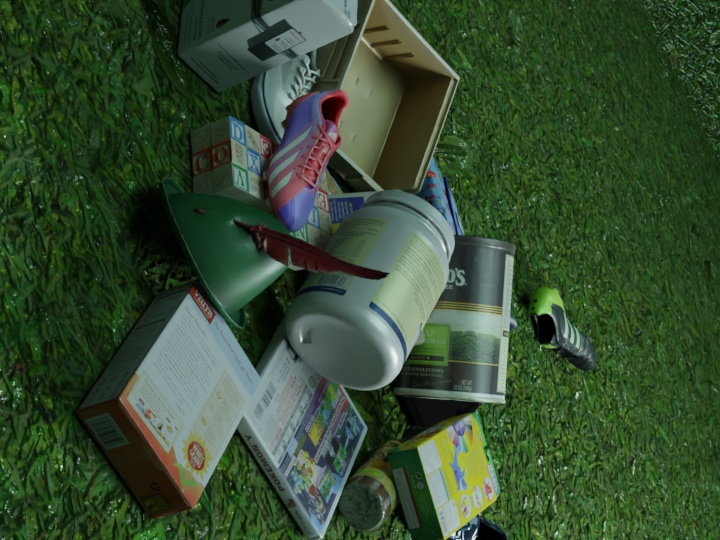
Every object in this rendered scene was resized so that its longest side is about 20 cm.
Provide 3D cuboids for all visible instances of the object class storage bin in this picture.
[{"bbox_3d":[0.015,-0.227,1.751,0.200,0.093,0.200,39,62,-42],"label":"storage bin"}]

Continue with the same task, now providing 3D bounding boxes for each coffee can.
[{"bbox_3d":[0.119,0.063,1.678,0.146,0.145,0.202,13,79,-59],"label":"coffee can"}]

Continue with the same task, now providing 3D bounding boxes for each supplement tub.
[{"bbox_3d":[0.016,0.019,1.514,0.145,0.144,0.201,55,48,-29],"label":"supplement tub"}]

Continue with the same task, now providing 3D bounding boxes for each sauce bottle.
[{"bbox_3d":[0.036,0.245,1.599,0.065,0.064,0.200,68,26,-7],"label":"sauce bottle"}]

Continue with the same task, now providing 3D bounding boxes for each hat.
[{"bbox_3d":[-0.085,-0.046,1.365,0.201,0.175,0.166,62,6,1],"label":"hat"}]

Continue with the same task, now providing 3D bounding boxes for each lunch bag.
[{"bbox_3d":[0.103,-0.065,1.870,0.200,0.093,0.152,45,25,-50],"label":"lunch bag"}]

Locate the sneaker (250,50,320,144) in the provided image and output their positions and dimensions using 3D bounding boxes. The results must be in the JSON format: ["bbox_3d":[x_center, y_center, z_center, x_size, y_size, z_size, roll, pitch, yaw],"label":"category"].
[{"bbox_3d":[-0.089,-0.238,1.647,0.073,0.070,0.202,40,41,-46],"label":"sneaker"}]

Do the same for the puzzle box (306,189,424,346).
[{"bbox_3d":[0.000,0.000,1.621,0.025,0.132,0.202,115,-31,-68],"label":"puzzle box"}]

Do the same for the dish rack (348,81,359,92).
[{"bbox_3d":[-0.038,-0.327,1.829,0.172,0.043,0.201,53,33,-34],"label":"dish rack"}]

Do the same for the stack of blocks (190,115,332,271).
[{"bbox_3d":[-0.111,-0.085,1.526,0.200,0.058,0.116,27,51,-54],"label":"stack of blocks"}]

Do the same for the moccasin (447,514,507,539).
[{"bbox_3d":[0.126,0.319,1.710,0.200,0.068,0.081,32,47,-51],"label":"moccasin"}]

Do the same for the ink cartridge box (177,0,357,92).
[{"bbox_3d":[-0.106,-0.315,1.522,0.083,0.199,0.148,40,40,-45],"label":"ink cartridge box"}]

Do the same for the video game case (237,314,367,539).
[{"bbox_3d":[-0.065,0.172,1.496,0.183,0.023,0.200,60,28,-21],"label":"video game case"}]

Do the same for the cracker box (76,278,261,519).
[{"bbox_3d":[-0.179,0.120,1.276,0.135,0.057,0.200,60,30,-22],"label":"cracker box"}]

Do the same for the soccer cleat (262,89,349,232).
[{"bbox_3d":[-0.059,-0.130,1.502,0.067,0.076,0.201,49,35,-37],"label":"soccer cleat"}]

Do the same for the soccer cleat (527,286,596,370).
[{"bbox_3d":[0.340,0.114,2.255,0.200,0.067,0.081,53,50,-30],"label":"soccer cleat"}]

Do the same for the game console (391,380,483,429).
[{"bbox_3d":[0.079,0.111,1.807,0.175,0.116,0.201,-36,107,-31],"label":"game console"}]

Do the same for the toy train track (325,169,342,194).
[{"bbox_3d":[-0.039,-0.090,1.701,0.201,0.032,0.115,56,38,-18],"label":"toy train track"}]

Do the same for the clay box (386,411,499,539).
[{"bbox_3d":[0.106,0.248,1.606,0.200,0.047,0.116,-14,88,-64],"label":"clay box"}]

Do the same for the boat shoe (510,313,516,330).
[{"bbox_3d":[0.174,0.053,1.961,0.200,0.072,0.073,23,45,-61],"label":"boat shoe"}]
